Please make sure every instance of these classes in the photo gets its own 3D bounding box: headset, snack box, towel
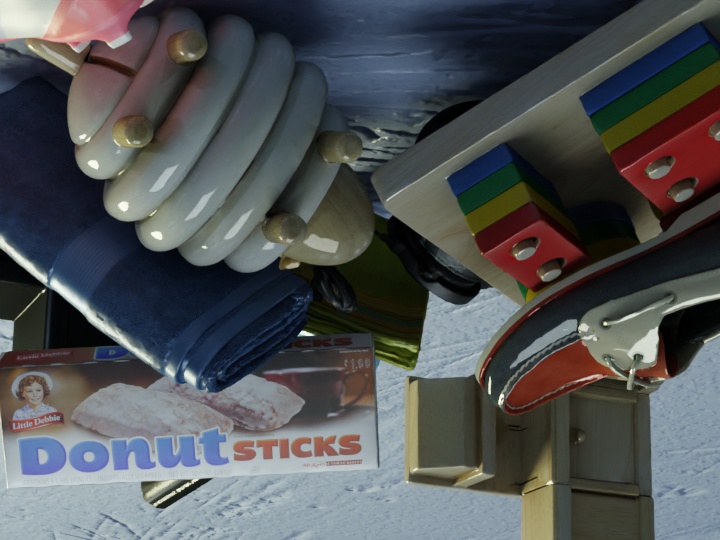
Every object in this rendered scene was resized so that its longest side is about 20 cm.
[{"bbox_3d":[0.058,-0.025,1.370,0.199,0.094,0.124,-7,141,-24],"label":"headset"},{"bbox_3d":[-0.090,0.074,1.326,0.199,0.072,0.024,-3,-158,-1],"label":"snack box"},{"bbox_3d":[-0.128,-0.015,1.294,0.112,0.200,0.049,-35,158,-53],"label":"towel"},{"bbox_3d":[0.000,0.000,1.421,0.086,0.018,0.200,22,-160,-3],"label":"towel"}]

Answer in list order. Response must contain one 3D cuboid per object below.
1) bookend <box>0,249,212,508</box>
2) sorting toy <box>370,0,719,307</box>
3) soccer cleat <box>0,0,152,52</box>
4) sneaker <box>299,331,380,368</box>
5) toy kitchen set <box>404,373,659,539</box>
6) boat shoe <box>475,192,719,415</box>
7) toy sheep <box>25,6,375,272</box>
[{"bbox_3d":[-0.183,0.016,1.391,0.199,0.200,0.092,9,161,-20],"label":"bookend"},{"bbox_3d":[0.139,-0.042,1.272,0.200,0.070,0.199,-32,152,14],"label":"sorting toy"},{"bbox_3d":[-0.183,-0.134,1.169,0.199,0.067,0.077,-5,131,36],"label":"soccer cleat"},{"bbox_3d":[-0.052,0.024,1.541,0.078,0.090,0.200,14,179,-38],"label":"sneaker"},{"bbox_3d":[0.139,0.081,1.571,0.163,0.201,0.180,9,161,-24],"label":"toy kitchen set"},{"bbox_3d":[0.149,0.023,1.253,0.200,0.063,0.071,-31,155,16],"label":"boat shoe"},{"bbox_3d":[-0.077,-0.068,1.238,0.200,0.138,0.138,37,151,-14],"label":"toy sheep"}]
